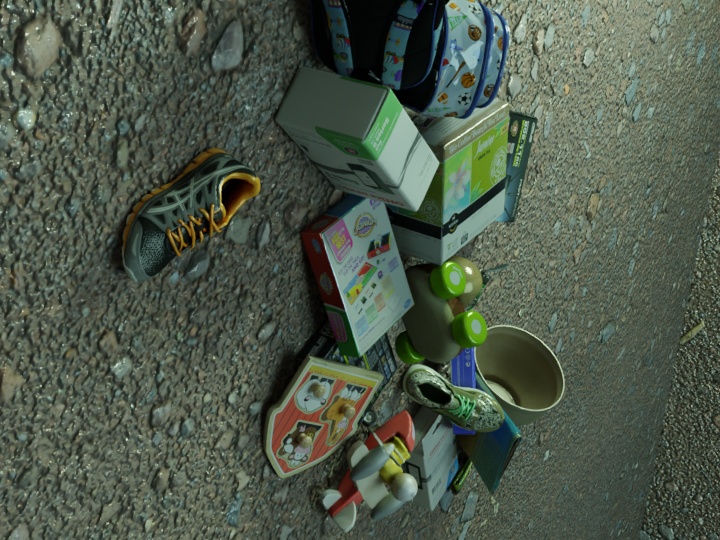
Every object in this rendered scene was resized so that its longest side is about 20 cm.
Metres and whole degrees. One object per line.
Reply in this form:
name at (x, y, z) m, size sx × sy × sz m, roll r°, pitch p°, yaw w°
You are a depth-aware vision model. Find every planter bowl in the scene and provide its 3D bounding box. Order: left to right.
planter bowl at (0.290, 0.232, 2.001) m, size 0.200 × 0.200 × 0.136 m, roll -37°, pitch 161°, yaw -44°

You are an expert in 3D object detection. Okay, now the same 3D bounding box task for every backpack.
backpack at (0.026, -0.334, 1.256) m, size 0.202 × 0.179 × 0.136 m, roll 90°, pitch 16°, yaw -53°
backpack at (0.122, -0.298, 1.396) m, size 0.191 × 0.151 × 0.204 m, roll -108°, pitch -159°, yaw -67°

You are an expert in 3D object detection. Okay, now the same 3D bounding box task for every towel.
towel at (0.220, 0.387, 2.047) m, size 0.145 × 0.022 × 0.200 m, roll -64°, pitch 170°, yaw -11°
towel at (0.229, 0.295, 1.892) m, size 0.021 × 0.201 × 0.149 m, roll 0°, pitch 126°, yaw -28°

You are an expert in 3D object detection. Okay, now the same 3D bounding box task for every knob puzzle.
knob puzzle at (-0.064, 0.231, 1.492) m, size 0.217 × 0.030 × 0.223 m, roll -25°, pitch 134°, yaw -28°

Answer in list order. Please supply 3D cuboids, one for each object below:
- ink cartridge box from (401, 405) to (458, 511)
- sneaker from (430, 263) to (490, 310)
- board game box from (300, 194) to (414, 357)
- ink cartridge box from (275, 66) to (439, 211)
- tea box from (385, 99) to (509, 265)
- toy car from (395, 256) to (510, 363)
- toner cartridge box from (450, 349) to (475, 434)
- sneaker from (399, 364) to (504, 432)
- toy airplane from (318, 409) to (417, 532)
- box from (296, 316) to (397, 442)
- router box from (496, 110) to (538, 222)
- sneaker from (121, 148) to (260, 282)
ink cartridge box at (0.125, 0.337, 1.878) m, size 0.116 × 0.067 × 0.203 m, roll -49°, pitch 143°, yaw -38°
sneaker at (0.174, 0.033, 1.787) m, size 0.199 × 0.077 × 0.087 m, roll 17°, pitch 92°, yaw -60°
board game box at (0.000, 0.000, 1.467) m, size 0.153 × 0.040 × 0.203 m, roll -39°, pitch 121°, yaw -42°
ink cartridge box at (0.001, -0.170, 1.324) m, size 0.085 × 0.144 × 0.200 m, roll -64°, pitch 149°, yaw -12°
tea box at (0.125, -0.152, 1.552) m, size 0.199 × 0.132 × 0.200 m, roll -37°, pitch 135°, yaw -43°
toy car at (0.154, 0.043, 1.621) m, size 0.199 × 0.163 × 0.160 m, roll -28°, pitch 95°, yaw -43°
toner cartridge box at (0.190, 0.195, 1.849) m, size 0.095 × 0.042 × 0.204 m, roll 13°, pitch 75°, yaw -82°
sneaker at (0.162, 0.235, 1.753) m, size 0.089 × 0.197 × 0.078 m, roll -101°, pitch -145°, yaw -85°
toy airplane at (0.025, 0.345, 1.645) m, size 0.199 × 0.139 × 0.203 m, roll -14°, pitch 122°, yaw -59°
box at (-0.016, 0.145, 1.568) m, size 0.161 × 0.044 × 0.202 m, roll -53°, pitch 145°, yaw -28°
router box at (0.245, -0.189, 1.799) m, size 0.149 × 0.061 × 0.204 m, roll -6°, pitch 110°, yaw -59°
sneaker at (-0.192, -0.062, 1.134) m, size 0.201 × 0.076 × 0.079 m, roll -52°, pitch 146°, yaw -28°
